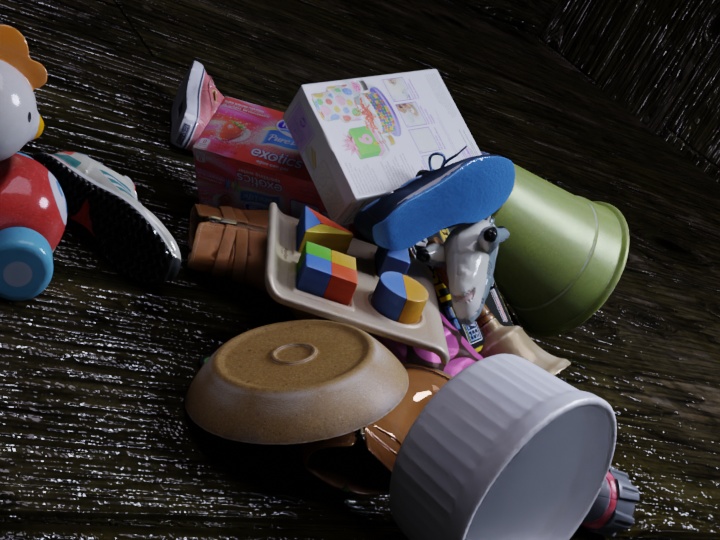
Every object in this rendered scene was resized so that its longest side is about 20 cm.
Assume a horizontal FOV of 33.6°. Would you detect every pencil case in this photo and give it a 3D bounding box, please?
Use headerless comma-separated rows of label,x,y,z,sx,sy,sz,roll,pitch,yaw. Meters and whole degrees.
pencil case,0.079,0.107,1.236,0.200,0.091,0.093,44,24,28

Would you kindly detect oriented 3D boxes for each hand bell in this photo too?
hand bell,0.136,0.048,1.323,0.201,0.104,0.104,57,27,8

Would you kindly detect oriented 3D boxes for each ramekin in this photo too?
ramekin,0.116,0.170,1.003,0.199,0.203,0.097,3,25,-48

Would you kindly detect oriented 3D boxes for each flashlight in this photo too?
flashlight,0.180,0.210,1.166,0.198,0.068,0.068,20,26,-28

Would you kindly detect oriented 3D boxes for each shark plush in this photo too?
shark plush,0.121,-0.010,1.290,0.200,0.090,0.084,-60,130,-74

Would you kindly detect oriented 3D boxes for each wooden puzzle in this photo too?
wooden puzzle,0.000,0.000,1.184,0.198,0.047,0.186,23,23,-13

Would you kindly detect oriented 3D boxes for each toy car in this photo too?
toy car,-0.324,-0.114,1.052,0.175,0.202,0.185,18,24,-26

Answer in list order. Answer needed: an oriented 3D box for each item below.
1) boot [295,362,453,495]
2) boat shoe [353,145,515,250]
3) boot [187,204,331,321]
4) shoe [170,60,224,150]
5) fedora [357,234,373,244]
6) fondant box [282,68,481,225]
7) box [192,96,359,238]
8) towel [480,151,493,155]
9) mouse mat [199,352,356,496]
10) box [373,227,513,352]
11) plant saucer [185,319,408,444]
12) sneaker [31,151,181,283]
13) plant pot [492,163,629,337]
boot,0.025,0.142,1.070,0.197,0.078,0.156,16,19,-18
boat shoe,0.077,-0.084,1.240,0.198,0.086,0.068,-18,25,-37
boot,-0.102,-0.001,1.250,0.153,0.077,0.202,12,38,-21
shoe,-0.203,-0.210,1.611,0.090,0.072,0.201,23,27,-19
fedora,0.022,-0.048,1.515,0.199,0.082,0.201,29,17,-9
fondant box,0.030,-0.140,1.318,0.198,0.058,0.146,-13,69,-37
box,-0.085,-0.112,1.386,0.197,0.103,0.095,16,51,13
towel,0.085,-0.129,1.511,0.142,0.024,0.200,-13,11,-6
mouse mat,-0.044,0.133,1.132,0.199,0.008,0.160,41,24,22
box,0.095,0.004,1.397,0.159,0.049,0.203,-16,82,-55
plant saucer,-0.057,0.087,1.040,0.197,0.036,0.201,-4,21,2
sneaker,-0.244,-0.064,1.221,0.198,0.071,0.093,34,27,18
plant pot,0.210,-0.046,1.539,0.189,0.201,0.201,31,18,-29
